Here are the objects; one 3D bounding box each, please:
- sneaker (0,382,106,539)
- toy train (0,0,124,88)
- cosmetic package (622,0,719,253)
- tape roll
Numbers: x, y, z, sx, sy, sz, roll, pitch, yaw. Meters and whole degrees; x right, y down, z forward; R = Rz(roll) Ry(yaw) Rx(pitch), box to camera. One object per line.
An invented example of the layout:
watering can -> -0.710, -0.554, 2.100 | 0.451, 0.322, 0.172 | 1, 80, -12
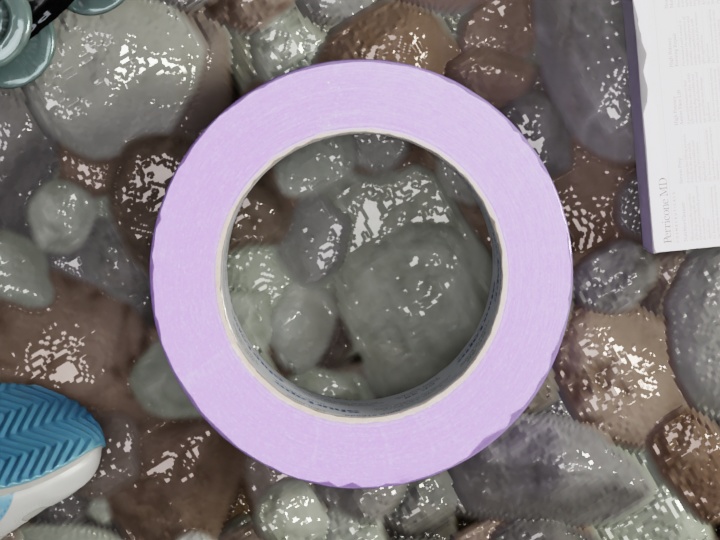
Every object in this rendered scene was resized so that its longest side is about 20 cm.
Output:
sneaker -> -0.213, 0.122, 1.303 | 0.199, 0.077, 0.081 | -25, 135, -12
toy train -> -0.193, -0.137, 1.280 | 0.200, 0.085, 0.114 | -42, 84, 2
cosmetic package -> 0.167, -0.113, 1.298 | 0.082, 0.051, 0.202 | -5, 94, -2
tape roll -> 0.000, 0.000, 1.298 | 0.198, 0.066, 0.202 | 0, 94, 0
